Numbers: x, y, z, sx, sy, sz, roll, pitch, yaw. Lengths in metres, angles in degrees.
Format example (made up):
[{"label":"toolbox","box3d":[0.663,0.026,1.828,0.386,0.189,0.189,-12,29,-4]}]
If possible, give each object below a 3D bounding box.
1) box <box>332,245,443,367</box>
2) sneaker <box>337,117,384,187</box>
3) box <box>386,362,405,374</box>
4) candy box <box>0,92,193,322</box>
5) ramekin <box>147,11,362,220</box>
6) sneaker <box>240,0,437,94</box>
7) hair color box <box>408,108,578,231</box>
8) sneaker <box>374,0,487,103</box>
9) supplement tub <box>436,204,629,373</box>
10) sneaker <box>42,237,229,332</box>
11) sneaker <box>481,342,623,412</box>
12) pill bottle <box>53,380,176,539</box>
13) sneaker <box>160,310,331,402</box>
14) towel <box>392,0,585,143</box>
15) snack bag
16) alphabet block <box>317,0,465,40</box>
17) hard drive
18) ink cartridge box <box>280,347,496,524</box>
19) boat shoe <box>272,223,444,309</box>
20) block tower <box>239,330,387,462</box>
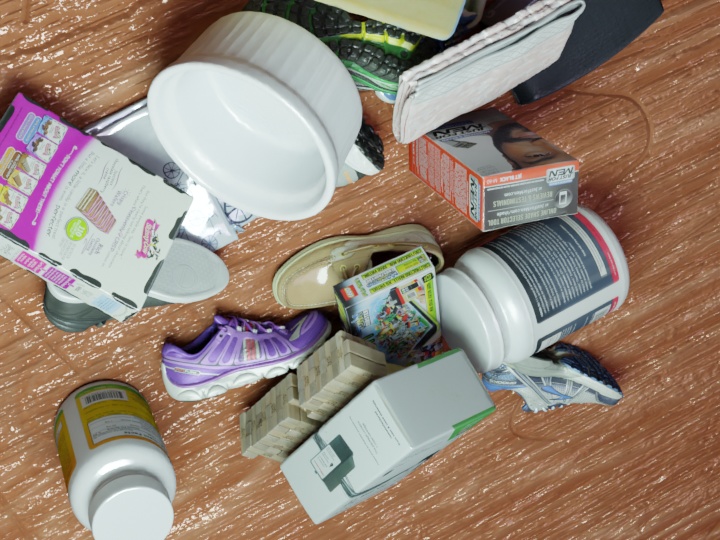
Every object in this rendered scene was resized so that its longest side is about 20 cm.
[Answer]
[{"label":"box","box3d":[0.035,0.061,1.391,0.110,0.035,0.200,-25,147,-9]},{"label":"sneaker","box3d":[-0.061,-0.162,1.282,0.079,0.074,0.200,-29,117,26]},{"label":"box","box3d":[0.006,0.161,1.441,0.199,0.021,0.164,16,135,-27]},{"label":"candy box","box3d":[-0.280,-0.058,1.188,0.199,0.061,0.137,32,64,-17]},{"label":"ramekin","box3d":[-0.095,-0.151,1.181,0.201,0.200,0.098,53,52,-31]},{"label":"sneaker","box3d":[-0.029,-0.219,1.233,0.199,0.085,0.078,18,70,-11]},{"label":"hair color box","box3d":[0.137,-0.112,1.307,0.110,0.200,0.064,-11,117,-17]},{"label":"sneaker","box3d":[0.075,-0.263,1.285,0.075,0.077,0.201,24,105,-31]},{"label":"supplement tub","box3d":[0.195,0.020,1.411,0.199,0.140,0.141,-26,121,-20]},{"label":"sneaker","box3d":[-0.242,0.017,1.286,0.199,0.099,0.071,-5,71,-32]},{"label":"sneaker","box3d":[0.238,0.139,1.546,0.199,0.077,0.085,20,115,-20]},{"label":"pill bottle","box3d":[-0.257,0.210,1.295,0.110,0.200,0.112,-8,116,-18]},{"label":"sneaker","box3d":[-0.126,0.081,1.366,0.199,0.081,0.084,-19,101,-20]},{"label":"towel","box3d":[0.126,-0.203,1.241,0.199,0.191,0.032,-28,83,-4]},{"label":"snack bag","box3d":[-0.170,-0.108,1.290,0.199,0.021,0.189,-29,120,-8]},{"label":"alphabet block","box3d":[-0.001,-0.351,1.148,0.199,0.195,0.197,12,106,-25]},{"label":"hard drive","box3d":[0.240,-0.282,1.362,0.200,0.042,0.135,-34,121,-4]},{"label":"ink cartridge box","box3d":[0.027,0.180,1.328,0.146,0.083,0.200,-18,161,-44]},{"label":"boat shoe","box3d":[0.000,0.000,1.380,0.199,0.066,0.074,-20,119,-13]},{"label":"block tower","box3d":[-0.054,0.141,1.343,0.058,0.054,0.200,24,132,-33]}]
